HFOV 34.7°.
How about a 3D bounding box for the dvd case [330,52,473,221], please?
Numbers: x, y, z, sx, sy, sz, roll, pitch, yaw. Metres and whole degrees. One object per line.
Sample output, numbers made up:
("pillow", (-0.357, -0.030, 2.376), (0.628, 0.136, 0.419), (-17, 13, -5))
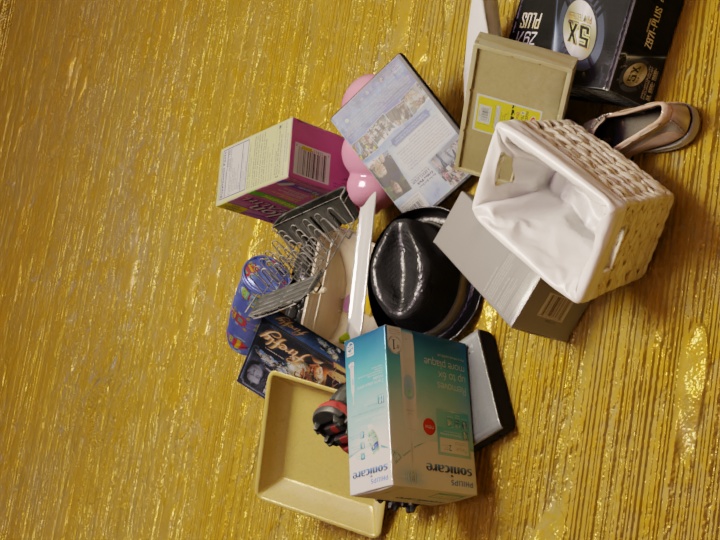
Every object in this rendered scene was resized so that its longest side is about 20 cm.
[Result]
("dvd case", (0.067, -0.183, 1.625), (0.142, 0.018, 0.201), (-40, 83, 21))

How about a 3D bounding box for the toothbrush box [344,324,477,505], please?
("toothbrush box", (0.062, 0.185, 1.453), (0.085, 0.145, 0.203), (-24, 59, 45))

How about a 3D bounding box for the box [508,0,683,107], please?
("box", (0.285, -0.299, 1.437), (0.199, 0.085, 0.166), (21, 96, 53))

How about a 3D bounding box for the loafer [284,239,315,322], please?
("loafer", (-0.079, 0.028, 1.819), (0.070, 0.067, 0.203), (-147, 68, -83))

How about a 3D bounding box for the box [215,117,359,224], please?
("box", (-0.099, -0.144, 1.802), (0.199, 0.175, 0.098), (-14, 66, 49))

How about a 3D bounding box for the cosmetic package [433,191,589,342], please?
("cosmetic package", (0.190, -0.008, 1.444), (0.091, 0.106, 0.200), (-62, 37, 17))

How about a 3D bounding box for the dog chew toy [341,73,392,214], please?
("dog chew toy", (0.025, -0.185, 1.710), (0.124, 0.123, 0.203), (11, 95, 53))

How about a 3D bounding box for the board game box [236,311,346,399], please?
("board game box", (-0.070, 0.157, 1.647), (0.035, 0.199, 0.136), (-50, -11, -52))

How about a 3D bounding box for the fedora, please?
("fedora", (0.071, 0.003, 1.561), (0.198, 0.091, 0.203), (-7, 75, 28))

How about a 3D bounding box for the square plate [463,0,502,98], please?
("square plate", (0.163, -0.274, 1.536), (0.199, 0.028, 0.202), (93, 178, -49))

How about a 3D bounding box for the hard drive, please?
("hard drive", (0.113, 0.187, 1.534), (0.200, 0.033, 0.141), (-39, 50, 38))

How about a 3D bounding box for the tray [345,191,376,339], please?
("tray", (0.000, 0.000, 1.595), (0.107, 0.022, 0.203), (106, 170, -75))

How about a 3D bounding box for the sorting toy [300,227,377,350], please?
("sorting toy", (0.006, 0.044, 1.677), (0.179, 0.106, 0.203), (1, 74, 42))

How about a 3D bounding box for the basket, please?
("basket", (0.246, -0.078, 1.336), (0.200, 0.122, 0.137), (44, 134, 37))

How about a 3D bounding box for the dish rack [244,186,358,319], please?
("dish rack", (-0.090, -0.019, 1.620), (0.153, 0.055, 0.201), (-22, 28, 43))

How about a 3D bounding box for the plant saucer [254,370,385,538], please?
("plant saucer", (-0.042, 0.250, 1.615), (0.198, 0.048, 0.203), (15, 109, 19))

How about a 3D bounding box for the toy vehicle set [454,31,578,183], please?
("toy vehicle set", (0.189, -0.191, 1.430), (0.201, 0.123, 0.027), (96, -162, -46))

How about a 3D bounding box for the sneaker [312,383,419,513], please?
("sneaker", (0.023, 0.227, 1.510), (0.070, 0.201, 0.098), (-23, 23, 42))

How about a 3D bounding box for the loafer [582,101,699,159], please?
("loafer", (0.307, -0.164, 1.381), (0.199, 0.062, 0.073), (-15, 65, 49))

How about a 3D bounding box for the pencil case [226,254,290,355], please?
("pencil case", (-0.163, 0.057, 1.850), (0.078, 0.086, 0.201), (48, 147, 18))
